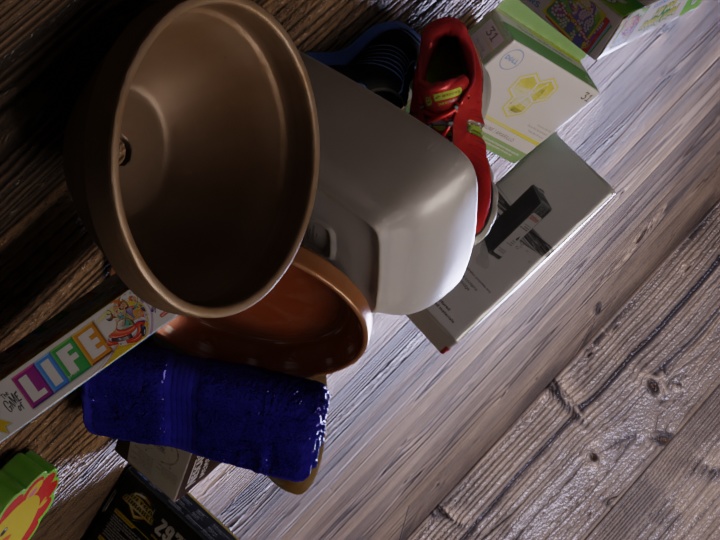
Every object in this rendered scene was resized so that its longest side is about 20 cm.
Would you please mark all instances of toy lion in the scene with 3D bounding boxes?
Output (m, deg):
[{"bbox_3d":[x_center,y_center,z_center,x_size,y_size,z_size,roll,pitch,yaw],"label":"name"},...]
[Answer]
[{"bbox_3d":[-0.319,0.242,1.495,0.192,0.069,0.200,-45,167,-49],"label":"toy lion"}]

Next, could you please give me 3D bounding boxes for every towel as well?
[{"bbox_3d":[-0.127,0.114,1.482,0.148,0.200,0.050,97,4,-64],"label":"towel"}]

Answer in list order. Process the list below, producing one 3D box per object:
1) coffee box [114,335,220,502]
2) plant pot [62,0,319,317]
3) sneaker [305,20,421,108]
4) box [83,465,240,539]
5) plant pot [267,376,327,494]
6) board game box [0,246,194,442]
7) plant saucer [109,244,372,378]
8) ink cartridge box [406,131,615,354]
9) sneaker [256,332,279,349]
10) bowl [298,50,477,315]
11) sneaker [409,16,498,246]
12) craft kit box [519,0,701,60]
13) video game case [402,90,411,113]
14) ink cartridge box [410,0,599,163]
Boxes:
[{"bbox_3d":[-0.137,0.098,1.627,0.113,0.080,0.200,-40,162,-39],"label":"coffee box"},{"bbox_3d":[-0.120,-0.074,1.155,0.201,0.093,0.201,-13,105,-54],"label":"plant pot"},{"bbox_3d":[0.009,-0.143,1.475,0.200,0.078,0.070,-31,154,-53],"label":"sneaker"},{"bbox_3d":[-0.179,0.305,1.775,0.160,0.200,0.049,-57,163,22],"label":"box"},{"bbox_3d":[-0.075,0.105,1.687,0.027,0.200,0.200,-1,142,-21],"label":"plant pot"},{"bbox_3d":[-0.201,0.055,1.242,0.200,0.034,0.134,-37,-170,-17],"label":"board game box"},{"bbox_3d":[-0.088,0.018,1.383,0.200,0.200,0.032,103,2,-60],"label":"plant saucer"},{"bbox_3d":[0.126,-0.024,1.700,0.200,0.084,0.144,-42,177,-7],"label":"ink cartridge box"},{"bbox_3d":[0.000,0.000,1.480,0.200,0.080,0.070,-43,158,-8],"label":"sneaker"},{"bbox_3d":[-0.018,-0.053,1.359,0.075,0.200,0.200,-50,163,-24],"label":"bowl"},{"bbox_3d":[0.063,-0.109,1.431,0.085,0.077,0.200,70,15,-57],"label":"sneaker"},{"bbox_3d":[0.152,-0.253,1.390,0.197,0.200,0.049,-28,155,-55],"label":"craft kit box"},{"bbox_3d":[0.036,-0.122,1.718,0.182,0.023,0.200,-33,158,-49],"label":"video game case"},{"bbox_3d":[0.157,-0.186,1.562,0.200,0.048,0.145,-39,146,22],"label":"ink cartridge box"}]
